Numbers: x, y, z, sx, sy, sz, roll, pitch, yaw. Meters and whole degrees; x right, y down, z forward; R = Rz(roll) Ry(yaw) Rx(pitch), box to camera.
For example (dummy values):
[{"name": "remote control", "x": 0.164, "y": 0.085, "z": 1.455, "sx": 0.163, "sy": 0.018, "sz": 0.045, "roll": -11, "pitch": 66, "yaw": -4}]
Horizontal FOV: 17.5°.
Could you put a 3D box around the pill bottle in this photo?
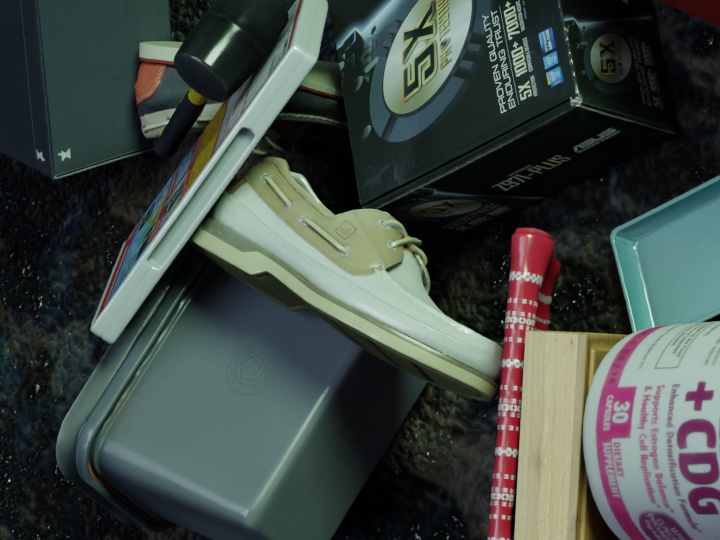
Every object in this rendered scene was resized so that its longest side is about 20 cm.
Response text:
[{"name": "pill bottle", "x": 0.212, "y": 0.077, "z": 1.087, "sx": 0.199, "sy": 0.113, "sz": 0.114, "roll": -7, "pitch": 77, "yaw": 44}]

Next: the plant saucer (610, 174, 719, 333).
[{"name": "plant saucer", "x": 0.212, "y": -0.026, "z": 1.177, "sx": 0.200, "sy": 0.019, "sz": 0.070, "roll": -30, "pitch": 62, "yaw": 39}]

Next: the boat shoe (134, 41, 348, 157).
[{"name": "boat shoe", "x": -0.065, "y": -0.101, "z": 1.434, "sx": 0.199, "sy": 0.071, "sz": 0.063, "roll": 12, "pitch": 101, "yaw": 41}]

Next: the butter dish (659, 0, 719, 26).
[{"name": "butter dish", "x": 0.164, "y": -0.206, "z": 1.125, "sx": 0.199, "sy": 0.147, "sz": 0.201, "roll": -171, "pitch": 92, "yaw": -84}]

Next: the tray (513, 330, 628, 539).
[{"name": "tray", "x": 0.111, "y": 0.132, "z": 1.175, "sx": 0.037, "sy": 0.099, "sz": 0.201, "roll": 2, "pitch": 89, "yaw": 26}]

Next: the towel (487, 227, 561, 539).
[{"name": "towel", "x": 0.084, "y": 0.083, "z": 1.214, "sx": 0.022, "sy": 0.145, "sz": 0.201, "roll": 4, "pitch": 83, "yaw": 7}]

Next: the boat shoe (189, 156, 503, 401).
[{"name": "boat shoe", "x": 0.000, "y": 0.000, "z": 1.243, "sx": 0.199, "sy": 0.075, "sz": 0.069, "roll": 29, "pitch": 82, "yaw": 27}]

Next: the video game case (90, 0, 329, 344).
[{"name": "video game case", "x": -0.083, "y": -0.063, "z": 1.316, "sx": 0.200, "sy": 0.017, "sz": 0.143, "roll": -53, "pitch": 11, "yaw": 18}]

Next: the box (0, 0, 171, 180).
[{"name": "box", "x": -0.216, "y": -0.186, "z": 1.530, "sx": 0.182, "sy": 0.104, "sz": 0.201, "roll": 26, "pitch": 127, "yaw": 45}]

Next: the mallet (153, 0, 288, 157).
[{"name": "mallet", "x": -0.097, "y": -0.098, "z": 1.352, "sx": 0.066, "sy": 0.041, "sz": 0.200, "roll": -54, "pitch": 3, "yaw": -30}]

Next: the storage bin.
[{"name": "storage bin", "x": -0.050, "y": 0.075, "z": 1.335, "sx": 0.134, "sy": 0.146, "sz": 0.201, "roll": 24, "pitch": 74, "yaw": 35}]

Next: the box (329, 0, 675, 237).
[{"name": "box", "x": 0.070, "y": -0.144, "z": 1.295, "sx": 0.163, "sy": 0.086, "sz": 0.201, "roll": -25, "pitch": 65, "yaw": 40}]
